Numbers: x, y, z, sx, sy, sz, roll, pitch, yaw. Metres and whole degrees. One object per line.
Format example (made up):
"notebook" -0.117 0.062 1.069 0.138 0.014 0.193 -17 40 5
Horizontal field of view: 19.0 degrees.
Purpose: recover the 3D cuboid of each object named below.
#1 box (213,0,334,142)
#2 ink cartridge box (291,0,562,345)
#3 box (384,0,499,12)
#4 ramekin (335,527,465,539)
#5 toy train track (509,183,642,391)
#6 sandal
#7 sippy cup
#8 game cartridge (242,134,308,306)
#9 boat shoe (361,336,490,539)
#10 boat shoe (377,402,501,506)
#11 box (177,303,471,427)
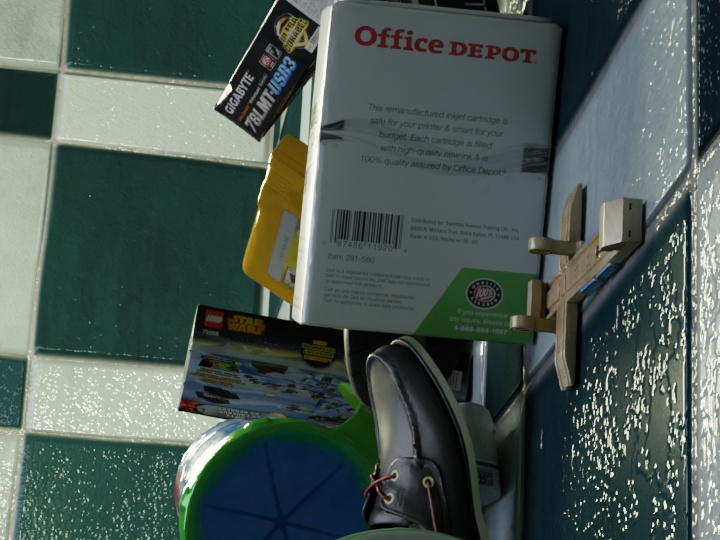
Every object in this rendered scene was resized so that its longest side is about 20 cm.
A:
"box" -0.006 -0.211 1.503 0.200 0.050 0.199 -53 3 -36
"ink cartridge box" 0.040 -0.061 1.332 0.084 0.146 0.201 -163 79 -83
"box" 0.044 -0.122 1.496 0.200 0.050 0.158 131 132 -62
"ramekin" 0.024 0.225 1.061 0.098 0.199 0.200 113 163 -44
"toy train track" 0.111 -0.002 1.161 0.200 0.032 0.115 123 151 -74
"sandal" 0.026 -0.005 1.412 0.057 0.080 0.202 120 150 -75
"sippy cup" -0.066 0.156 1.437 0.130 0.177 0.140 -156 58 -72
"game cartridge" 0.000 0.000 1.542 0.032 0.176 0.200 -54 -6 -22
"boat shoe" 0.036 0.140 1.304 0.074 0.063 0.202 151 107 -67
"boat shoe" 0.046 0.119 1.443 0.202 0.074 0.086 128 147 -73
"box" -0.029 0.082 1.569 0.137 0.199 0.040 112 167 -65
